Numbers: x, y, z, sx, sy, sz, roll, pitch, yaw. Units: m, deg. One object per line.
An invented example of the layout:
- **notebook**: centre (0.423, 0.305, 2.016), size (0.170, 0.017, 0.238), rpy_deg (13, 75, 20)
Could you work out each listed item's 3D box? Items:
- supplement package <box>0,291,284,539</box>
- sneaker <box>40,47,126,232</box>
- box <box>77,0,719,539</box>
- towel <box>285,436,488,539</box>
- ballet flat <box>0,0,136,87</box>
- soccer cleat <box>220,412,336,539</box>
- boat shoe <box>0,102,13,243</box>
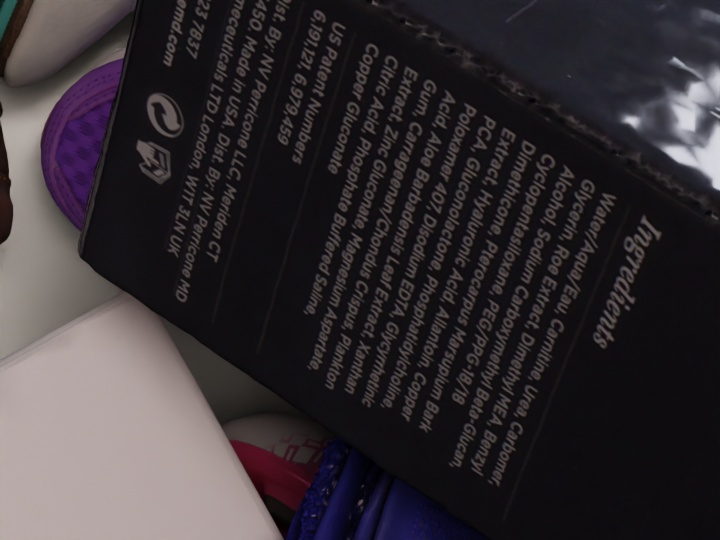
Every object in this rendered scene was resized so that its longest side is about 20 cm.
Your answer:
- **supplement package**: centre (-0.067, 0.124, 0.728), size (0.121, 0.120, 0.201), rpy_deg (-29, 90, -17)
- **sneaker**: centre (0.000, 0.000, 0.754), size (0.200, 0.088, 0.081), rpy_deg (27, 108, 12)
- **box**: centre (0.075, -0.033, 0.671), size (0.200, 0.118, 0.197), rpy_deg (33, 41, 18)
- **towel**: centre (0.055, 0.134, 0.691), size (0.200, 0.049, 0.148), rpy_deg (37, 53, -24)
- **ballet flat**: centre (-0.045, -0.134, 0.764), size (0.069, 0.069, 0.201), rpy_deg (15, 108, -11)
- **soccer cleat**: centre (0.047, 0.088, 0.797), size (0.200, 0.070, 0.086), rpy_deg (36, 59, -9)
- **boat shoe**: centre (-0.188, -0.020, 0.745), size (0.199, 0.070, 0.071), rpy_deg (-11, 81, -15)
